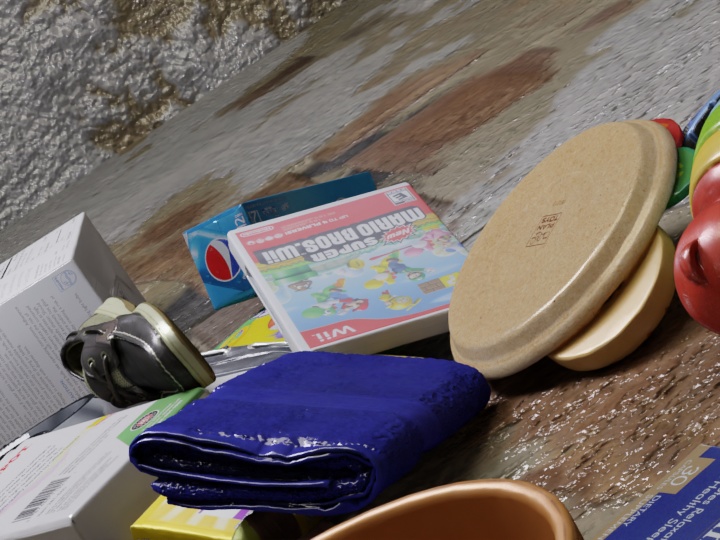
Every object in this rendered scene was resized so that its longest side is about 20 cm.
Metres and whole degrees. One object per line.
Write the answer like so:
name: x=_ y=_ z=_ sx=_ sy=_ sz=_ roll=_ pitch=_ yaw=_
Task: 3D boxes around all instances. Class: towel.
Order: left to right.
towel: x=-0.022 y=0.092 z=1.080 sx=0.147 sy=0.050 sz=0.200 roll=4 pitch=12 yaw=21

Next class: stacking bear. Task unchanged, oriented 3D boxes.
stacking bear: x=0.228 y=-0.042 z=1.026 sx=0.114 sy=0.122 sz=0.200 roll=-17 pitch=28 yaw=42

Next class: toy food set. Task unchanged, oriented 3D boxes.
toy food set: x=0.130 y=-0.013 z=1.172 sx=0.200 sy=0.049 sz=0.198 roll=-28 pitch=30 yaw=51

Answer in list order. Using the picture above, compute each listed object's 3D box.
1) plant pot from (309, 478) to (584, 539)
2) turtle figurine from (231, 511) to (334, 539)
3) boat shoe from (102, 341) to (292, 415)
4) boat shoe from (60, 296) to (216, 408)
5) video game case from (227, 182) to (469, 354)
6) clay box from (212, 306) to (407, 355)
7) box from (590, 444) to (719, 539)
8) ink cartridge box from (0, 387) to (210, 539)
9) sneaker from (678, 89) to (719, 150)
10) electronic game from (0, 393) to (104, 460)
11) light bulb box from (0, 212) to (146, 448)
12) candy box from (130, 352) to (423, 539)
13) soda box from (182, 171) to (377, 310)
plant pot: x=0.016 y=0.182 z=0.626 sx=0.200 sy=0.140 sz=0.200 roll=-30 pitch=15 yaw=9
turtle figurine: x=-0.089 y=0.185 z=1.008 sx=0.161 sy=0.064 sz=0.200 roll=-39 pitch=15 yaw=-24
boat shoe: x=-0.100 y=0.086 z=1.358 sx=0.200 sy=0.072 sz=0.068 roll=-15 pitch=26 yaw=44
boat shoe: x=-0.157 y=0.063 z=1.305 sx=0.066 sy=0.072 sz=0.201 roll=-40 pitch=17 yaw=-14
video game case: x=0.000 y=0.000 z=1.324 sx=0.143 sy=0.017 sz=0.200 roll=-16 pitch=29 yaw=-12
clay box: x=-0.032 y=0.044 z=1.407 sx=0.200 sy=0.048 sz=0.115 roll=-15 pitch=20 yaw=48
box: x=0.155 y=0.123 z=0.758 sx=0.121 sy=0.032 sz=0.200 roll=-37 pitch=15 yaw=-19
ink cartridge box: x=-0.183 y=0.165 z=1.243 sx=0.200 sy=0.084 sz=0.145 roll=-19 pitch=19 yaw=42
sneaker: x=0.265 y=-0.101 z=1.239 sx=0.200 sy=0.075 sz=0.078 roll=-33 pitch=2 yaw=-35
electronic game: x=-0.270 y=0.160 z=1.541 sx=0.200 sy=0.042 sz=0.200 roll=-33 pitch=6 yaw=4
light bulb box: x=-0.313 y=0.065 z=1.793 sx=0.200 sy=0.125 sz=0.198 roll=-32 pitch=14 yaw=4
candy box: x=-0.045 y=0.113 z=1.181 sx=0.102 sy=0.026 sz=0.200 roll=1 pitch=31 yaw=33
soda box: x=-0.052 y=-0.026 z=1.531 sx=0.064 sy=0.068 sz=0.200 roll=-25 pitch=-3 yaw=32
